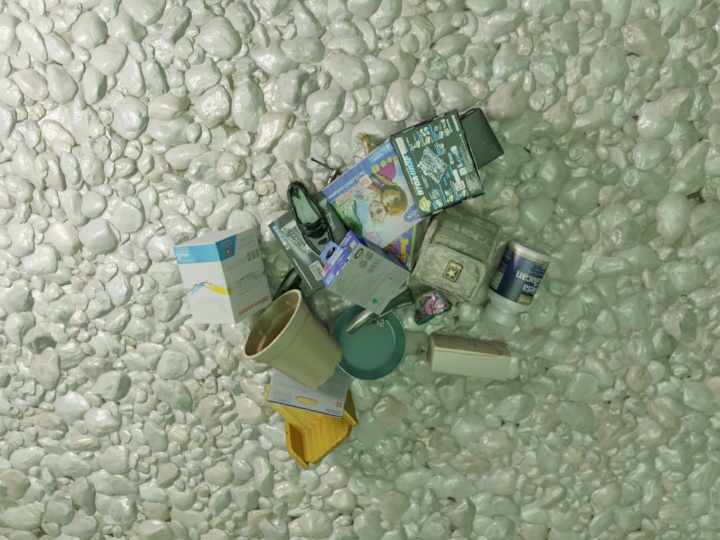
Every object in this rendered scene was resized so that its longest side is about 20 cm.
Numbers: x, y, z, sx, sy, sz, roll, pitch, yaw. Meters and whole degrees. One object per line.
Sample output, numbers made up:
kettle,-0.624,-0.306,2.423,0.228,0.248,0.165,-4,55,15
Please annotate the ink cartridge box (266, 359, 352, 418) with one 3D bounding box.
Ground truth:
ink cartridge box,-0.127,0.279,1.453,0.198,0.201,0.041,14,138,-2

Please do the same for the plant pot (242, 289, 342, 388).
plant pot,-0.149,0.180,1.365,0.200,0.201,0.183,-43,113,11

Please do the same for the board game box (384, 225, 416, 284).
board game box,0.067,-0.071,1.419,0.133,0.045,0.202,5,108,-2

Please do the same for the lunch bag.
lunch bag,0.224,-0.039,1.355,0.163,0.118,0.201,23,72,-4

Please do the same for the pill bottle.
pill bottle,0.386,0.034,1.411,0.110,0.111,0.201,20,105,-4

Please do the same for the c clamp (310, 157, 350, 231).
c clamp,-0.077,-0.160,1.418,0.170,0.027,0.201,19,103,-9

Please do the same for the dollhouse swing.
dollhouse swing,-0.145,0.373,1.495,0.200,0.182,0.176,-41,118,12

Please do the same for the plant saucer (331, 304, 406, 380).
plant saucer,0.020,0.185,1.475,0.198,0.036,0.202,1,86,-8

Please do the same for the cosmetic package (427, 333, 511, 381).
cosmetic package,0.279,0.225,1.470,0.198,0.104,0.074,6,105,-1

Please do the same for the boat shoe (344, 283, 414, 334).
boat shoe,0.053,0.110,1.431,0.199,0.073,0.062,-35,97,-14

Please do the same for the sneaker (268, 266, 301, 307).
sneaker,-0.170,0.082,1.459,0.114,0.076,0.200,26,107,-7

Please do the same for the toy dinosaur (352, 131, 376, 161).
toy dinosaur,0.051,-0.247,1.372,0.200,0.058,0.101,42,101,-9

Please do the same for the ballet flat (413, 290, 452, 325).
ballet flat,0.173,0.087,1.407,0.069,0.200,0.072,-24,82,-15

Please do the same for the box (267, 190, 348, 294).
box,-0.106,-0.068,1.376,0.157,0.050,0.201,-32,93,0

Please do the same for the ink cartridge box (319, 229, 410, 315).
ink cartridge box,0.000,0.000,1.322,0.199,0.076,0.137,28,106,-34

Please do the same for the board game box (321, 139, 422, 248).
board game box,0.045,-0.170,1.342,0.199,0.041,0.200,-36,104,9

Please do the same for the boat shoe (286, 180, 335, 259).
boat shoe,-0.116,-0.118,1.315,0.074,0.066,0.201,-21,93,-2

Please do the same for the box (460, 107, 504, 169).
box,0.217,-0.279,1.333,0.199,0.106,0.123,-32,102,9

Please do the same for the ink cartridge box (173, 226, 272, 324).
ink cartridge box,-0.333,0.013,1.382,0.145,0.147,0.202,-3,107,31

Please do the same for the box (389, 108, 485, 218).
box,0.173,-0.238,1.266,0.158,0.046,0.201,-21,103,8
